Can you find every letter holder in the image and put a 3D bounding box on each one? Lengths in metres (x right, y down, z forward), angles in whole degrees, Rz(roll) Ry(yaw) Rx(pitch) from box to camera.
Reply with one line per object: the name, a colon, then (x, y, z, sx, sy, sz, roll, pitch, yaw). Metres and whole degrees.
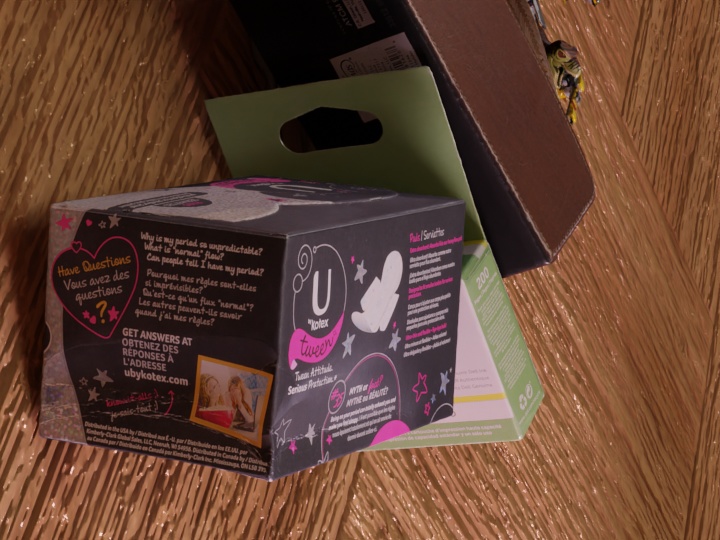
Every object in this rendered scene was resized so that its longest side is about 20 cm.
letter holder: (0.044, -0.109, 1.276, 0.201, 0.100, 0.142, 60, 39, -16)

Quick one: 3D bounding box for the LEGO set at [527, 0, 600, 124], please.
LEGO set: (0.124, -0.160, 1.597, 0.200, 0.115, 0.155, -32, 111, -63)

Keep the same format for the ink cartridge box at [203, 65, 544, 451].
ink cartridge box: (0.000, 0.000, 1.247, 0.048, 0.145, 0.201, -54, 130, -49)

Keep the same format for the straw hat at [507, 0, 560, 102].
straw hat: (0.041, -0.095, 1.427, 0.085, 0.201, 0.203, -13, 95, -22)

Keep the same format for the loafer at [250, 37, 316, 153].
loafer: (-0.016, -0.085, 1.338, 0.072, 0.062, 0.202, -25, 105, -65)

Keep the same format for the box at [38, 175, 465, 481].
box: (-0.048, 0.019, 1.132, 0.200, 0.131, 0.116, -11, 107, -63)
